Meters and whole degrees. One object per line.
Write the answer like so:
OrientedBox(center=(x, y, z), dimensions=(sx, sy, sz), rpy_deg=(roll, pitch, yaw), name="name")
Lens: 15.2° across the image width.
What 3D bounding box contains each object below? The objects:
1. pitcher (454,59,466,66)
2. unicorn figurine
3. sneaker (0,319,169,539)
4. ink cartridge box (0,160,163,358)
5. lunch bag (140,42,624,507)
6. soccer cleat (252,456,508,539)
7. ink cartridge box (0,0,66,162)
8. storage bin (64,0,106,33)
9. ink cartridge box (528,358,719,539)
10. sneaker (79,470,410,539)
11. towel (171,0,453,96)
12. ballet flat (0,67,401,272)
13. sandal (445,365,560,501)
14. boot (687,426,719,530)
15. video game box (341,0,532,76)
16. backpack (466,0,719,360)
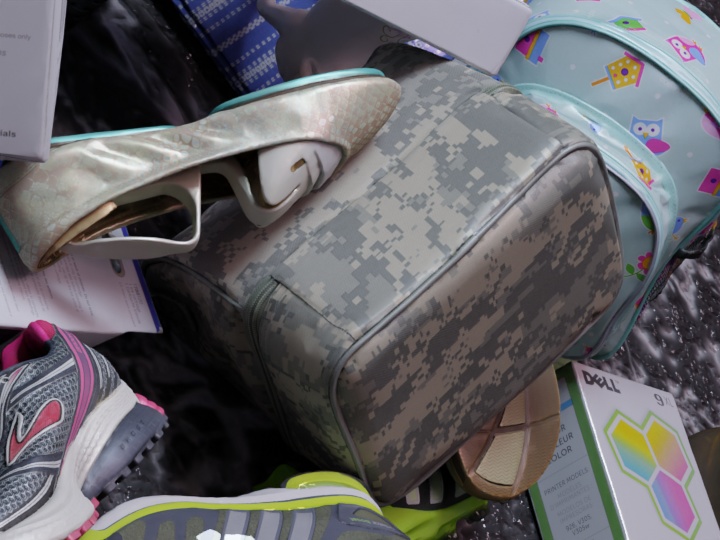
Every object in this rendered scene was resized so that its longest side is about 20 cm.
OrientedBox(center=(0.041, -0.175, 1.650), dimensions=(0.200, 0.121, 0.172), rpy_deg=(26, 25, -26), name="pitcher")
OrientedBox(center=(-0.005, -0.130, 1.452), dimensions=(0.074, 0.200, 0.138), rpy_deg=(17, 50, -28), name="unicorn figurine")
OrientedBox(center=(-0.152, 0.090, 1.129), dimensions=(0.075, 0.081, 0.200), rpy_deg=(46, 24, -7), name="sneaker")
OrientedBox(center=(-0.180, -0.010, 1.220), dimensions=(0.200, 0.039, 0.100), rpy_deg=(7, 56, -52), name="ink cartridge box")
OrientedBox(center=(0.009, -0.011, 1.315), dimensions=(0.168, 0.200, 0.139), rpy_deg=(35, -23, 33), name="lunch bag")
OrientedBox(center=(0.019, 0.108, 1.382), dimensions=(0.081, 0.068, 0.200), rpy_deg=(55, 30, 10), name="soccer cleat")
OrientedBox(center=(-0.167, -0.160, 1.184), dimensions=(0.148, 0.085, 0.200), rpy_deg=(-108, -158, -76), name="ink cartridge box")
OrientedBox(center=(-0.187, -0.228, 1.364), dimensions=(0.135, 0.094, 0.200), rpy_deg=(23, 43, -45), name="storage bin")
OrientedBox(center=(0.145, 0.114, 1.568), dimensions=(0.104, 0.059, 0.200), rpy_deg=(19, 46, -47), name="ink cartridge box")
OrientedBox(center=(-0.050, 0.138, 1.178), dimensions=(0.200, 0.074, 0.081), rpy_deg=(-14, 27, -39), name="sneaker")
OrientedBox(center=(-0.041, -0.172, 1.517), dimensions=(0.145, 0.024, 0.200), rpy_deg=(-39, 98, -17), name="towel")
OrientedBox(center=(-0.069, -0.040, 1.236), dimensions=(0.200, 0.067, 0.062), rpy_deg=(-14, 70, -15), name="ballet flat")
OrientedBox(center=(0.054, 0.039, 1.411), dimensions=(0.080, 0.054, 0.200), rpy_deg=(19, 45, -35), name="sandal")
OrientedBox(center=(0.231, 0.175, 1.600), dimensions=(0.075, 0.097, 0.200), rpy_deg=(26, 42, -43), name="boot")
OrientedBox(center=(-0.037, -0.178, 1.317), dimensions=(0.200, 0.047, 0.182), rpy_deg=(21, 11, -47), name="video game box")
OrientedBox(center=(0.126, -0.063, 1.531), dimensions=(0.176, 0.200, 0.153), rpy_deg=(35, 29, 2), name="backpack")
